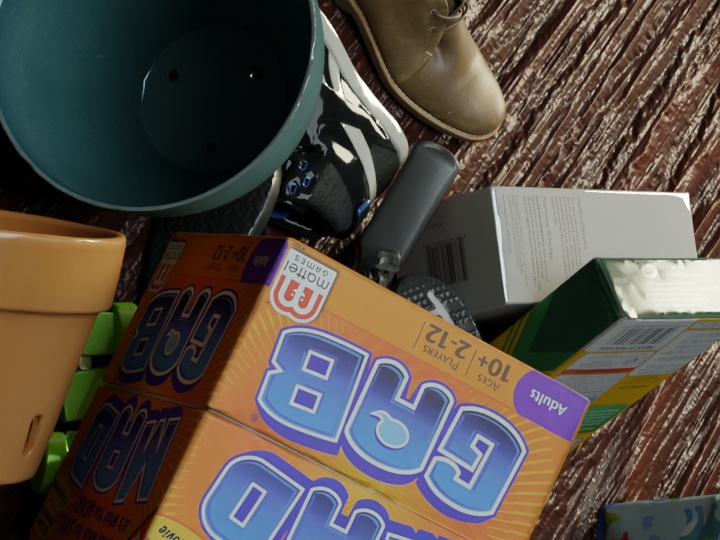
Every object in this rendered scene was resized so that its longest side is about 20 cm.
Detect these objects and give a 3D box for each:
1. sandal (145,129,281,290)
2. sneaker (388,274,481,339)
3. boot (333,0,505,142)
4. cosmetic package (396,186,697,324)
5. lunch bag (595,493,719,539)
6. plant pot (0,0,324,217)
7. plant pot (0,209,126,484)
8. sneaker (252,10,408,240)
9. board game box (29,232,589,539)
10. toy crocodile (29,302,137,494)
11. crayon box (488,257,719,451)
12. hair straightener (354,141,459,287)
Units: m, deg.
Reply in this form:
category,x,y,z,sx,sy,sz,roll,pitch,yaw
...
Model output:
category,x,y,z,sx,sy,sz,roll,pitch,yaw
sandal,-0.097,0.008,1.593,0.048,0.075,0.201,43,60,-58
sneaker,0.042,0.102,1.682,0.074,0.080,0.200,-11,92,-32
boot,0.047,-0.168,1.741,0.200,0.075,0.074,51,51,-24
cosmetic package,0.130,-0.007,1.761,0.200,0.108,0.085,-1,81,-43
lunch bag,0.258,0.257,1.779,0.127,0.170,0.200,4,81,-41
plant pot,-0.106,-0.119,1.539,0.135,0.200,0.200,39,50,-72
plant pot,-0.236,0.036,1.384,0.200,0.200,0.140,6,93,-41
sneaker,-0.052,-0.101,1.639,0.200,0.073,0.112,47,53,-26
board game box,-0.033,0.111,1.425,0.200,0.200,0.200,28,81,-20
toy crocodile,-0.166,0.080,1.517,0.067,0.062,0.200,-1,85,-23
crayon box,0.148,0.061,1.722,0.126,0.200,0.052,0,58,-42
hair straightener,0.000,0.000,1.648,0.041,0.077,0.200,36,79,2
